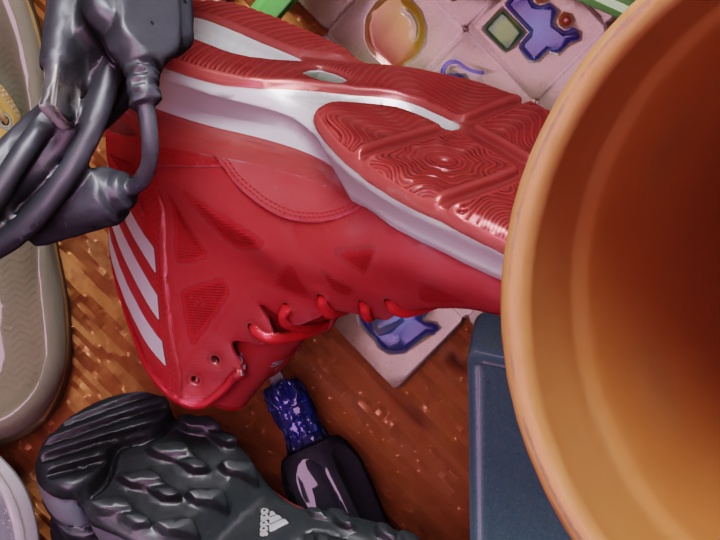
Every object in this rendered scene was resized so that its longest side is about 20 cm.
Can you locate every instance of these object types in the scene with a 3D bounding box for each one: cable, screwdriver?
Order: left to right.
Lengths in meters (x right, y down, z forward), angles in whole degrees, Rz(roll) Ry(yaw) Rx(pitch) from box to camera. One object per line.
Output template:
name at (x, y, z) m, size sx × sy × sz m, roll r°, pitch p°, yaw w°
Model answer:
cable at (-0.117, -0.079, 0.785) m, size 0.163 × 0.051 × 0.200 m, roll -30°, pitch 50°, yaw 28°
screwdriver at (-0.035, 0.022, 0.836) m, size 0.028 × 0.029 × 0.200 m, roll -27°, pitch 89°, yaw 14°

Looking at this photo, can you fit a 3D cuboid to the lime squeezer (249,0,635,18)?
lime squeezer at (0.019, -0.085, 0.808) m, size 0.200 × 0.038 × 0.071 m, roll -5°, pitch 85°, yaw 12°

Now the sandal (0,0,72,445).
sandal at (-0.144, -0.039, 0.852) m, size 0.080 × 0.054 × 0.200 m, roll -11°, pitch 89°, yaw 15°

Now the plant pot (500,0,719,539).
plant pot at (0.147, 0.004, 0.650) m, size 0.200 × 0.140 × 0.200 m, roll 2°, pitch 97°, yaw 16°

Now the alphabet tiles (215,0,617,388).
alphabet tiles at (0.023, -0.066, 0.832) m, size 0.200 × 0.008 × 0.167 m, roll 46°, pitch 102°, yaw 9°

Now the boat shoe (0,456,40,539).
boat shoe at (-0.170, 0.149, 0.852) m, size 0.074 × 0.065 × 0.202 m, roll 35°, pitch 104°, yaw 28°

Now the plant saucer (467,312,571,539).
plant saucer at (0.062, 0.114, 0.784) m, size 0.070 × 0.019 × 0.200 m, roll 11°, pitch 111°, yaw 33°

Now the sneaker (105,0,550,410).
sneaker at (0.000, 0.000, 0.772) m, size 0.200 × 0.078 × 0.116 m, roll 30°, pitch 125°, yaw 37°

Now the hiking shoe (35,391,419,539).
hiking shoe at (-0.019, 0.118, 0.805) m, size 0.200 × 0.074 × 0.087 m, roll 37°, pitch 143°, yaw 27°
